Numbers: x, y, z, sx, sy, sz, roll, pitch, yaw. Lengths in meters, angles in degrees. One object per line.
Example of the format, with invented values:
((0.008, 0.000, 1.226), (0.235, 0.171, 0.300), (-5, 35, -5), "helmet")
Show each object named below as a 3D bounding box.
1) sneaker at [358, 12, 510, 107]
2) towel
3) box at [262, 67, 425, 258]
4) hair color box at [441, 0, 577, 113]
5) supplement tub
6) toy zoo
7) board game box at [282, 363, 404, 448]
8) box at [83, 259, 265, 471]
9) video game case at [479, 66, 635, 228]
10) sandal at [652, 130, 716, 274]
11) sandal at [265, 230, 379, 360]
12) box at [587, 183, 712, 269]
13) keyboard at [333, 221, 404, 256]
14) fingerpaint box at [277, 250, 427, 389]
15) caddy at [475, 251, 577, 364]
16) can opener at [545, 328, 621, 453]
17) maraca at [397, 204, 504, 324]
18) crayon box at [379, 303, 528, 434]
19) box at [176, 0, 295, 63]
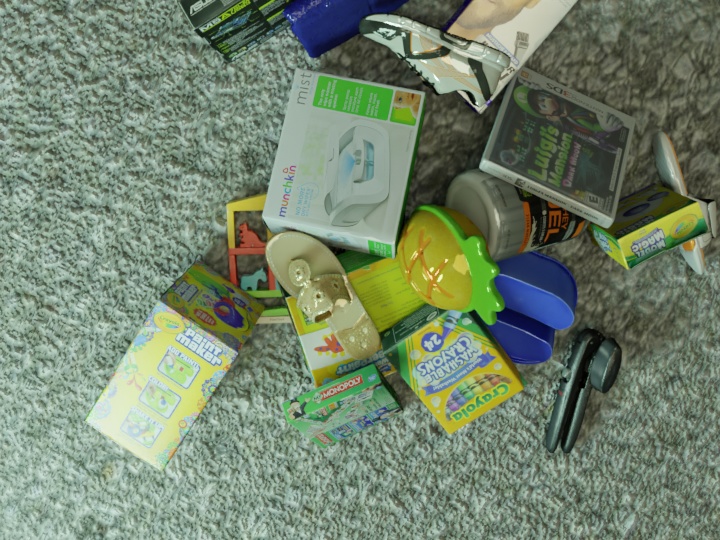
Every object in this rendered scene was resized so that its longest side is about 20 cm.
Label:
((0.087, -0.266, 1.285), (0.197, 0.074, 0.081), (20, 103, -4), "sneaker")
((0.000, -0.354, 1.289), (0.198, 0.148, 0.050), (-31, 79, 5), "towel")
((-0.019, -0.136, 1.315), (0.173, 0.097, 0.204), (12, 80, 4), "box")
((0.181, -0.319, 1.343), (0.109, 0.065, 0.201), (39, 97, -10), "hair color box")
((0.220, -0.088, 1.344), (0.197, 0.122, 0.125), (-16, 106, -27), "supplement tub")
((-0.119, -0.027, 1.419), (0.128, 0.020, 0.204), (-2, 104, -3), "toy zoo")
((-0.019, 0.189, 1.396), (0.133, 0.200, 0.030), (-23, 68, 2), "board game box")
((-0.238, 0.118, 1.343), (0.121, 0.200, 0.194), (33, 105, -4), "box")
((0.259, -0.165, 1.320), (0.179, 0.202, 0.023), (24, 142, -1), "video game case")
((0.457, -0.096, 1.404), (0.058, 0.079, 0.210), (-18, 102, 4), "sandal")
((-0.037, 0.039, 1.293), (0.077, 0.070, 0.213), (-38, 115, 0), "sandal")
((0.375, -0.058, 1.346), (0.116, 0.200, 0.049), (-25, 104, 3), "box")
((0.000, 0.000, 1.430), (0.102, 0.040, 0.204), (2, 109, -17), "keyboard")
((0.007, 0.060, 1.392), (0.197, 0.073, 0.169), (-22, 115, -7), "fingerpaint box")
((0.206, 0.036, 1.412), (0.197, 0.106, 0.143), (21, 124, -8), "caddy")
((0.310, 0.176, 1.473), (0.062, 0.079, 0.203), (14, 112, -14), "can opener")
((0.113, -0.008, 1.249), (0.106, 0.199, 0.139), (-26, 118, -19), "maraca")
((0.132, 0.133, 1.375), (0.125, 0.052, 0.201), (-33, 117, 13), "crayon box")
((-0.110, -0.340, 1.253), (0.198, 0.193, 0.048), (-31, 85, 5), "box")
